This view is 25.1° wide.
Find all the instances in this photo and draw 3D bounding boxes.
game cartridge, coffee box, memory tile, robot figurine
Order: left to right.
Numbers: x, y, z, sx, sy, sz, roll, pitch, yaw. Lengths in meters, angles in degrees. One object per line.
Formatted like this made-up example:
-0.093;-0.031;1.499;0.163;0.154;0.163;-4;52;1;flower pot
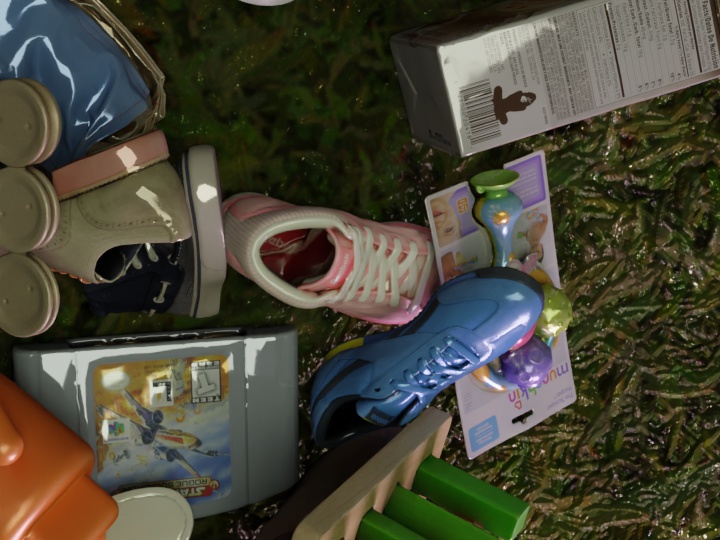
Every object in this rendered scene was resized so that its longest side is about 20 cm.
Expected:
-0.259;-0.043;0.961;0.199;0.017;0.154;6;103;28;memory tile
-0.252;0.122;1.045;0.200;0.144;0.117;37;88;6;robot figurine
-0.140;0.110;1.135;0.199;0.042;0.134;-4;99;-15;game cartridge
0.134;-0.148;1.112;0.199;0.114;0.080;-18;106;-12;coffee box

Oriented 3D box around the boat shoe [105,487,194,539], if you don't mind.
-0.194;0.219;1.121;0.200;0.062;0.073;-40;78;3;boat shoe

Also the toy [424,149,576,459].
0.114;0.027;1.156;0.115;0.047;0.201;-23;110;-33;toy

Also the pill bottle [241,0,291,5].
-0.042;-0.267;0.999;0.112;0.113;0.200;11;135;-17;pill bottle

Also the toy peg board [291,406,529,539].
0.021;0.229;1.086;0.097;0.200;0.200;26;118;19;toy peg board

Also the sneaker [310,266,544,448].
0.044;0.067;1.099;0.200;0.079;0.066;-30;120;34;sneaker

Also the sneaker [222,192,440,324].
0.000;0.000;1.113;0.199;0.105;0.076;15;96;-19;sneaker

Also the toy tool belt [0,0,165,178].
-0.213;-0.132;1.013;0.200;0.123;0.125;40;89;-19;toy tool belt

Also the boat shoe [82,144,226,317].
-0.135;-0.016;1.033;0.092;0.200;0.075;-4;67;-9;boat shoe

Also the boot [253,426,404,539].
-0.039;0.191;1.118;0.070;0.146;0.200;39;93;6;boot

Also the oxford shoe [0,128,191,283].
-0.182;-0.019;0.975;0.071;0.199;0.074;-31;98;-49;oxford shoe
